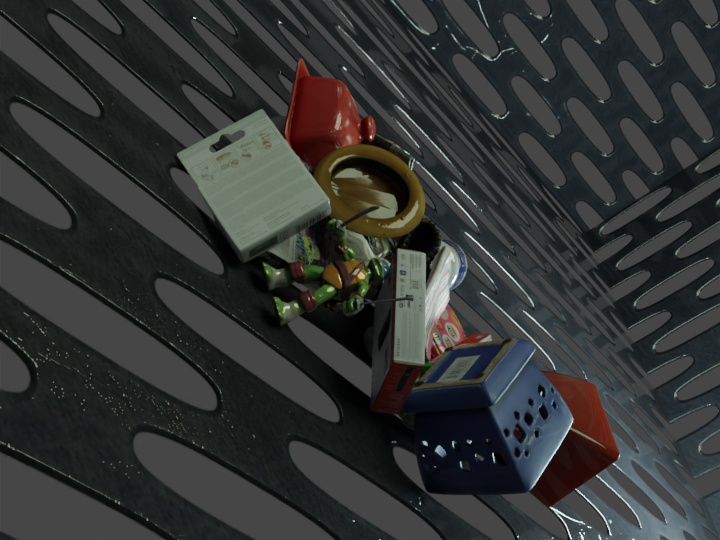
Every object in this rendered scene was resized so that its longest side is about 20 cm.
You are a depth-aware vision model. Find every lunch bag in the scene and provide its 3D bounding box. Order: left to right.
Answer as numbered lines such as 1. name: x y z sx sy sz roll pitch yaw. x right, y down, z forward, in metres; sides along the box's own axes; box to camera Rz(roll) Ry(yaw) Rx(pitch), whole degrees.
1. lunch bag: 0.139 0.136 1.676 0.176 0.082 0.202 7 53 -61

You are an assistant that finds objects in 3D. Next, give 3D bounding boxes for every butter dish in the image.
1. butter dish: -0.045 -0.249 1.562 0.201 0.146 0.201 70 23 -54

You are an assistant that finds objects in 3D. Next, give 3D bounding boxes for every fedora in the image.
1. fedora: 0.008 -0.120 1.487 0.198 0.082 0.203 9 57 -14

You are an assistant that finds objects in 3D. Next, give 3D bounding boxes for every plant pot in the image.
1. plant pot: 0.194 0.225 1.398 0.200 0.199 0.181 -39 111 -46
2. plant pot: 0.370 0.321 1.778 0.175 0.200 0.201 31 31 -26

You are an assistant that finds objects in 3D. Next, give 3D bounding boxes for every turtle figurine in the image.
1. turtle figurine: -0.044 -0.002 1.308 0.200 0.192 0.146 -175 -111 -79

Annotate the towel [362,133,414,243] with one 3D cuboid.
1. towel: 0.028 -0.173 1.684 0.034 0.202 0.192 -29 49 -35

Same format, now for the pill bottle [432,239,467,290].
1. pill bottle: 0.156 -0.008 1.835 0.116 0.115 0.200 58 13 6

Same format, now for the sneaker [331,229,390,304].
1. sneaker: 0.000 0.000 1.596 0.199 0.075 0.093 34 35 -41

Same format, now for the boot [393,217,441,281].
1. boot: 0.089 0.022 1.535 0.158 0.078 0.214 134 -41 -81

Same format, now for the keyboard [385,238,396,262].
1. keyboard: 0.041 -0.063 1.835 0.201 0.021 0.127 57 22 0

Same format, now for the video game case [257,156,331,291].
1. video game case: -0.107 -0.087 1.437 0.181 0.035 0.202 33 51 -52

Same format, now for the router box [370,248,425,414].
1. router box: 0.059 0.100 1.388 0.048 0.180 0.202 8 55 -7

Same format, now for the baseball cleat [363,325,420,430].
1. baseball cleat: 0.080 0.180 1.510 0.106 0.069 0.202 6 54 -62

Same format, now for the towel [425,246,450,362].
1. towel: 0.128 0.062 1.518 0.200 0.030 0.148 80 30 -64

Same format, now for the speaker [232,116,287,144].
1. speaker: -0.164 -0.214 1.538 0.081 0.081 0.200 52 22 -9

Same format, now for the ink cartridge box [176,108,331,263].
1. ink cartridge box: -0.163 -0.131 1.342 0.201 0.162 0.057 52 -17 25

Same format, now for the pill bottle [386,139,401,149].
1. pill bottle: 0.032 -0.240 1.939 0.199 0.112 0.113 10 49 -61

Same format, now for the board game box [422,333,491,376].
1. board game box: 0.187 0.215 1.580 0.199 0.040 0.155 -21 104 -54

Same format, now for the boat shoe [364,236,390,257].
1. boat shoe: -0.019 -0.103 1.692 0.202 0.072 0.066 55 31 2
